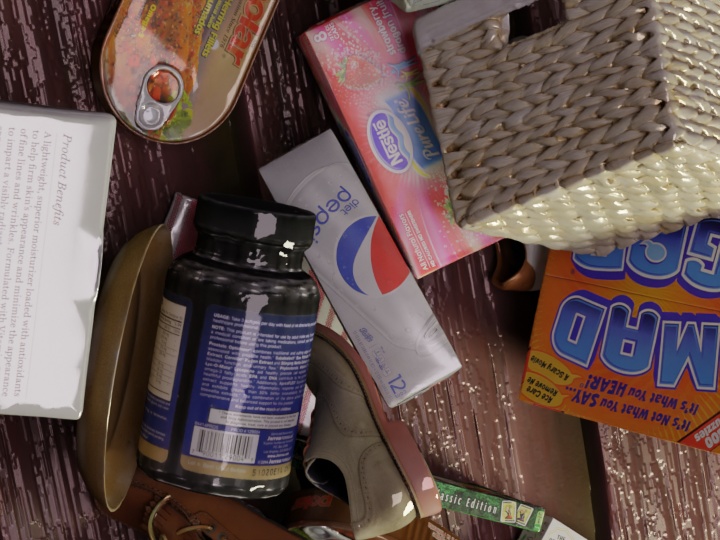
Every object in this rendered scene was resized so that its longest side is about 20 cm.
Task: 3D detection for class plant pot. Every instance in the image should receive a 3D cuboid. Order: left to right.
[{"bbox_3d":[-0.164,0.065,1.431,0.027,0.200,0.201,10,91,3],"label":"plant pot"}]

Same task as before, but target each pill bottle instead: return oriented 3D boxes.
[{"bbox_3d":[-0.089,0.051,1.464,0.111,0.112,0.201,8,97,-24],"label":"pill bottle"}]

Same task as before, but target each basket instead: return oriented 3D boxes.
[{"bbox_3d":[0.174,-0.118,1.443,0.199,0.197,0.162,12,64,-52],"label":"basket"}]

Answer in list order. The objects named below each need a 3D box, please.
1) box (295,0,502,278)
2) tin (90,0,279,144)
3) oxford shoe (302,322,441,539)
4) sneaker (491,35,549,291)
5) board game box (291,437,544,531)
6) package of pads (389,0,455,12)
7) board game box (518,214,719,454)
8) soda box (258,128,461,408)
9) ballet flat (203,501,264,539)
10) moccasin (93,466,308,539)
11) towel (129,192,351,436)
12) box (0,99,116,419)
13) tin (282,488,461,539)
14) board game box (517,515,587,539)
[{"bbox_3d":[0.039,-0.106,1.543,0.102,0.095,0.201,-25,96,-3],"label":"box"},{"bbox_3d":[-0.124,-0.189,1.520,0.112,0.042,0.201,25,85,-20],"label":"tin"},{"bbox_3d":[-0.016,0.110,1.474,0.074,0.200,0.071,-27,131,-9],"label":"oxford shoe"},{"bbox_3d":[0.122,-0.079,1.620,0.084,0.073,0.201,-14,102,-25],"label":"sneaker"},{"bbox_3d":[0.032,0.161,1.588,0.199,0.105,0.024,17,85,-25],"label":"board game box"},{"bbox_3d":[0.052,-0.257,1.501,0.154,0.200,0.069,-19,121,-22],"label":"package of pads"},{"bbox_3d":[0.276,0.032,1.600,0.199,0.199,0.201,11,91,-46],"label":"board game box"},{"bbox_3d":[0.000,0.000,1.523,0.063,0.068,0.201,-29,86,-1],"label":"soda box"},{"bbox_3d":[-0.141,0.251,1.537,0.200,0.071,0.069,-44,115,-14],"label":"ballet flat"},{"bbox_3d":[-0.112,0.202,1.492,0.078,0.201,0.074,-48,157,-34],"label":"moccasin"},{"bbox_3d":[-0.074,0.039,1.573,0.199,0.030,0.147,18,87,-22],"label":"towel"},{"bbox_3d":[-0.259,-0.015,1.389,0.130,0.200,0.200,6,93,-23],"label":"box"},{"bbox_3d":[0.024,0.215,1.550,0.200,0.112,0.042,37,52,-38],"label":"tin"},{"bbox_3d":[0.190,0.305,1.702,0.200,0.034,0.135,34,77,-25],"label":"board game box"}]
